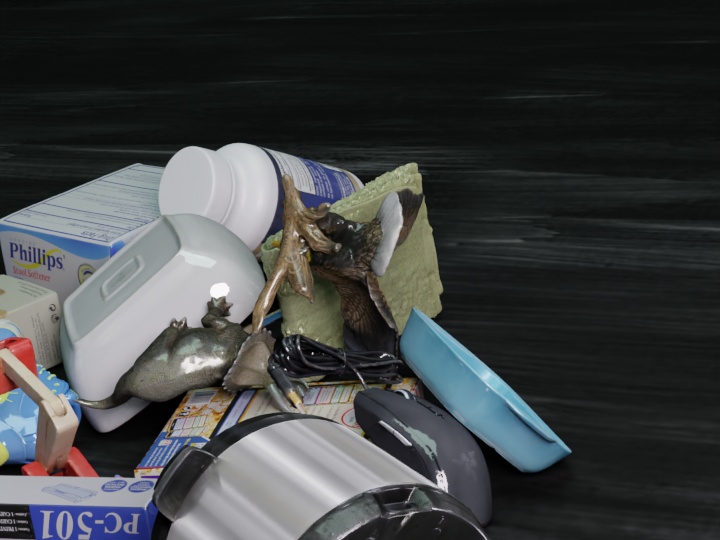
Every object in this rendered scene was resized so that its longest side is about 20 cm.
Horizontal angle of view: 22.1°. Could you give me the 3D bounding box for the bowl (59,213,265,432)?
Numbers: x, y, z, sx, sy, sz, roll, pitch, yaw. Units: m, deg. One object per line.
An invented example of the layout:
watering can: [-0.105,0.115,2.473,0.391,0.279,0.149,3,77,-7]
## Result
bowl: [-0.188,0.032,1.614,0.200,0.075,0.200,-42,21,2]

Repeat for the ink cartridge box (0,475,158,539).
ink cartridge box: [-0.222,0.193,1.283,0.198,0.095,0.044,-1,21,20]

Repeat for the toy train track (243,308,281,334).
toy train track: [-0.042,0.037,1.711,0.199,0.033,0.115,-27,2,-21]

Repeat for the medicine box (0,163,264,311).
medicine box: [-0.229,-0.024,1.861,0.181,0.104,0.199,11,28,42]

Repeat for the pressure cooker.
pressure cooker: [-0.029,0.182,1.117,0.178,0.177,0.200,-16,24,-28]

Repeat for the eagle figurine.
eagle figurine: [-0.005,-0.003,1.494,0.152,0.200,0.151,-46,52,10]

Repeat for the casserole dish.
casserole dish: [0.089,0.095,1.417,0.039,0.121,0.200,-48,24,3]

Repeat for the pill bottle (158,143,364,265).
pill bottle: [-0.094,-0.061,1.782,0.199,0.112,0.111,12,1,-44]

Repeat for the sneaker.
sneaker: [-0.286,0.111,1.578,0.104,0.076,0.201,2,33,0]

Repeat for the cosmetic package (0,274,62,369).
cosmetic package: [-0.380,0.076,1.699,0.199,0.072,0.105,-25,26,-38]

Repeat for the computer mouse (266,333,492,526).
computer mouse: [0.016,0.105,1.341,0.140,0.046,0.200,11,29,-36]

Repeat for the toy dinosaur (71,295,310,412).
toy dinosaur: [-0.140,0.072,1.473,0.198,0.078,0.102,-6,12,2]

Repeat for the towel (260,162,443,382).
towel: [-0.003,0.003,1.634,0.036,0.149,0.199,9,29,44]

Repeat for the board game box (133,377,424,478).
board game box: [-0.058,0.137,1.436,0.198,0.047,0.152,-3,20,14]

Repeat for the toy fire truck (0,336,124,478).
toy fire truck: [-0.226,0.137,1.369,0.049,0.142,0.199,-21,23,-31]
